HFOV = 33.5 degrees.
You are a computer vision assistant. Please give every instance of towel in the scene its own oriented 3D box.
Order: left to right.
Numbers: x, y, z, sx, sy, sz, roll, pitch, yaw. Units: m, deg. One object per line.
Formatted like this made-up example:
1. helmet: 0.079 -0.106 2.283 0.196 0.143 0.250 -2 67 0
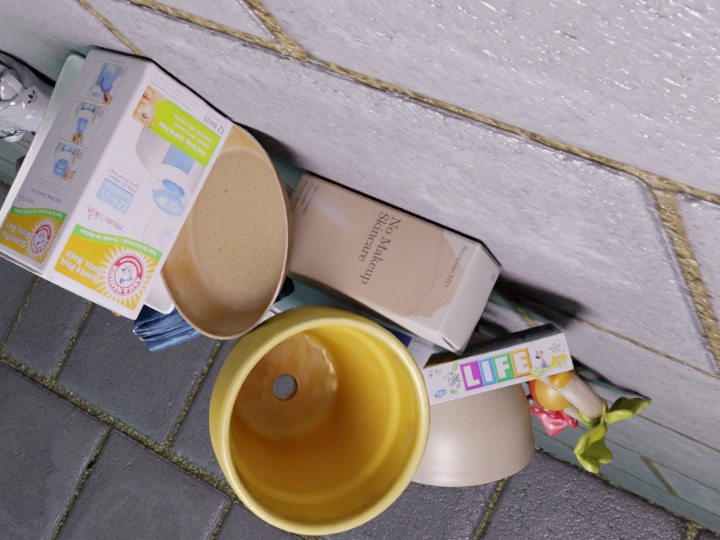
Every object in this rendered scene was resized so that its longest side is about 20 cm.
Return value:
1. towel: -0.154 0.012 1.293 0.198 0.113 0.049 -23 125 26

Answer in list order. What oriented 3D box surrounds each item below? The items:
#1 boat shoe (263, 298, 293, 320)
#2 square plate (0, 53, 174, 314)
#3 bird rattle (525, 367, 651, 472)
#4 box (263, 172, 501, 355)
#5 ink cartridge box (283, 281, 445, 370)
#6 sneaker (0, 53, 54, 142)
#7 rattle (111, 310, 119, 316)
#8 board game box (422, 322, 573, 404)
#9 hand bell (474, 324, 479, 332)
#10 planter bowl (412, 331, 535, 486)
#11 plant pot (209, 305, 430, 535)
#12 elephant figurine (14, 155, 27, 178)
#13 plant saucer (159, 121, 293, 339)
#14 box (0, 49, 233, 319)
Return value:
1. boat shoe: -0.054 0.078 1.382 0.199 0.067 0.074 37 -159 -4
2. square plate: -0.235 -0.084 1.189 0.198 0.200 0.029 28 -160 -8
3. bird rattle: 0.254 0.146 1.474 0.163 0.113 0.200 44 179 -28
4. box: 0.020 -0.007 1.111 0.198 0.096 0.078 22 171 27
5. ink cartridge box: 0.014 0.058 1.347 0.198 0.041 0.199 23 -175 -35
6. sneaker: -0.418 -0.206 1.403 0.198 0.076 0.115 13 165 43
7. rattle: -0.296 -0.069 1.389 0.141 0.202 0.130 27 174 -4
8. board game box: 0.131 0.088 1.165 0.132 0.035 0.200 -15 178 5
9. hand bell: 0.128 0.099 1.586 0.103 0.105 0.200 26 160 5
10. planter bowl: 0.114 0.154 1.461 0.197 0.137 0.201 -3 -162 1
11. plant pot: -0.055 0.127 1.154 0.199 0.203 0.189 29 178 -18
12. elephant figurine: -0.228 -0.085 1.256 0.140 0.156 0.201 -1 133 48
13. plant saucer: -0.123 -0.038 1.119 0.199 0.203 0.035 21 -162 41
14. box: -0.220 -0.076 1.062 0.101 0.202 0.112 19 170 44
